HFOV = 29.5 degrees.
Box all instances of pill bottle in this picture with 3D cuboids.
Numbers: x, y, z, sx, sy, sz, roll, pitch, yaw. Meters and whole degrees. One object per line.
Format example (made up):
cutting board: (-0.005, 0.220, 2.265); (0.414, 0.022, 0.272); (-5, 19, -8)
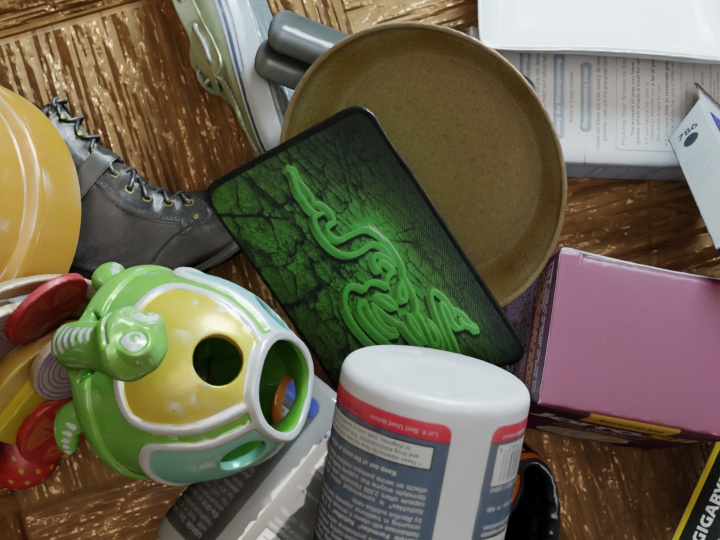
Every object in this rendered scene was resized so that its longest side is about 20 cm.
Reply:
pill bottle: (0.031, 0.158, 0.856); (0.119, 0.120, 0.201); (9, 101, -4)
pill bottle: (-0.067, 0.175, 0.944); (0.114, 0.114, 0.200); (41, 83, -1)

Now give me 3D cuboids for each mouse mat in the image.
mouse mat: (0.000, 0.000, 0.905); (0.200, 0.160, 0.008); (55, 40, -14)

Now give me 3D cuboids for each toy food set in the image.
toy food set: (-0.234, 0.082, 0.901); (0.198, 0.200, 0.049); (-49, 60, 5)

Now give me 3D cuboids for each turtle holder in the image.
turtle holder: (-0.110, 0.055, 0.854); (0.131, 0.186, 0.141); (4, 48, 25)

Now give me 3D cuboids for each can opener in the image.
can opener: (0.026, -0.129, 0.940); (0.199, 0.053, 0.067); (16, 46, -17)

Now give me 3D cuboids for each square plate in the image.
square plate: (0.178, -0.230, 1.009); (0.197, 0.029, 0.201); (2, 59, -4)

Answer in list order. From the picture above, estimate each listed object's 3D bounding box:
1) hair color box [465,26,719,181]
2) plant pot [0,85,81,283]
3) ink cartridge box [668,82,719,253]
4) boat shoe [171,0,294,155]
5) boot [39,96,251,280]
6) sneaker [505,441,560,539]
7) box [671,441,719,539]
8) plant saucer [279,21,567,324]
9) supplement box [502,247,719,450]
hair color box: (0.173, -0.122, 1.015); (0.199, 0.061, 0.100); (2, 85, -6)
plant pot: (-0.311, -0.047, 0.874); (0.199, 0.183, 0.202); (-3, 81, 16)
ink cartridge box: (0.261, -0.045, 0.916); (0.099, 0.200, 0.039); (38, 116, -19)
boat shoe: (-0.091, -0.157, 0.984); (0.062, 0.072, 0.201); (-26, 67, 16)
boot: (-0.162, -0.059, 0.976); (0.174, 0.069, 0.200); (44, 85, -1)
sneaker: (0.062, 0.203, 0.945); (0.077, 0.112, 0.201); (37, 84, -26)
box: (0.285, 0.138, 0.938); (0.049, 0.200, 0.160); (24, 84, 30)
plant saucer: (0.043, -0.064, 0.890); (0.199, 0.035, 0.201); (9, 113, 22)
supplement box: (0.167, 0.060, 0.928); (0.130, 0.200, 0.104); (11, 80, -3)
